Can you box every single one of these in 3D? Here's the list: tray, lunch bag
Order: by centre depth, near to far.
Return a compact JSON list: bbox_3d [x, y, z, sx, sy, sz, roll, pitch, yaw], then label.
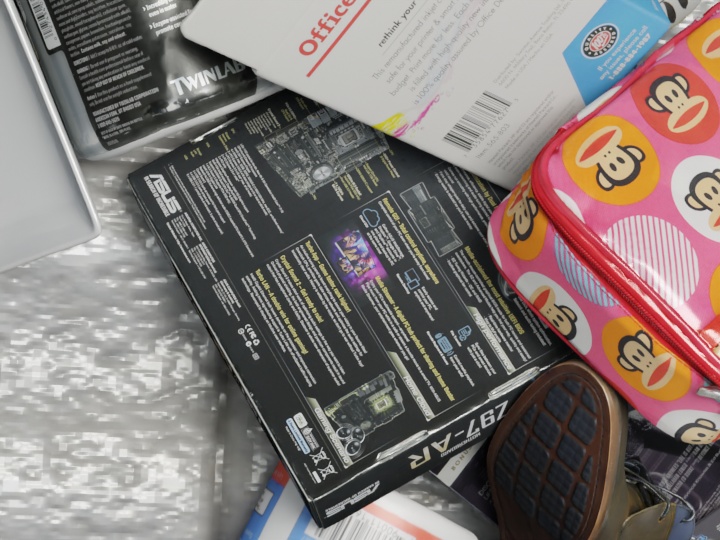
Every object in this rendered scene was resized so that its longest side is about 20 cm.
[{"bbox_3d":[0.174,-0.017,0.886,0.176,0.082,0.200,46,56,9],"label":"lunch bag"},{"bbox_3d":[-0.189,-0.100,0.941,0.022,0.107,0.201,-28,99,-48],"label":"tray"}]

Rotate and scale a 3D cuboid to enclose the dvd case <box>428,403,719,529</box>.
[{"bbox_3d":[0.135,0.090,1.019,0.200,0.016,0.149,41,86,-35],"label":"dvd case"}]

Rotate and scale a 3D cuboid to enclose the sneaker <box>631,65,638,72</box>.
[{"bbox_3d":[0.098,-0.146,1.013,0.199,0.079,0.096,34,81,-13],"label":"sneaker"}]

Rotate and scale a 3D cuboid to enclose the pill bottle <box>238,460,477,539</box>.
[{"bbox_3d":[-0.032,0.197,0.971,0.112,0.112,0.201,29,85,-13],"label":"pill bottle"}]

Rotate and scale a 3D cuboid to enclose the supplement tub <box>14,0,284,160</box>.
[{"bbox_3d":[-0.114,-0.164,0.936,0.122,0.122,0.201,-22,96,-13],"label":"supplement tub"}]

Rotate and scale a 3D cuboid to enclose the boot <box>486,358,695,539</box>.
[{"bbox_3d":[0.116,0.104,0.949,0.097,0.201,0.075,-25,53,-31],"label":"boot"}]

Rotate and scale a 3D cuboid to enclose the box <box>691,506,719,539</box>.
[{"bbox_3d":[0.191,0.192,1.050,0.199,0.035,0.110,-32,117,-12],"label":"box"}]

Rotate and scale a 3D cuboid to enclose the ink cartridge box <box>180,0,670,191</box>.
[{"bbox_3d":[0.024,-0.126,0.876,0.199,0.068,0.115,22,123,-32],"label":"ink cartridge box"}]

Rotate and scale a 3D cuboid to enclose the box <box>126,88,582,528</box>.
[{"bbox_3d":[0.000,0.000,0.951,0.160,0.044,0.201,-29,65,-7],"label":"box"}]

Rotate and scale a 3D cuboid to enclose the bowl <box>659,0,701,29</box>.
[{"bbox_3d":[0.114,-0.220,0.966,0.199,0.094,0.202,10,61,-19],"label":"bowl"}]

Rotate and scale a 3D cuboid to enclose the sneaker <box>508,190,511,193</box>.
[{"bbox_3d":[0.056,-0.006,1.019,0.199,0.078,0.116,-32,87,-18],"label":"sneaker"}]
